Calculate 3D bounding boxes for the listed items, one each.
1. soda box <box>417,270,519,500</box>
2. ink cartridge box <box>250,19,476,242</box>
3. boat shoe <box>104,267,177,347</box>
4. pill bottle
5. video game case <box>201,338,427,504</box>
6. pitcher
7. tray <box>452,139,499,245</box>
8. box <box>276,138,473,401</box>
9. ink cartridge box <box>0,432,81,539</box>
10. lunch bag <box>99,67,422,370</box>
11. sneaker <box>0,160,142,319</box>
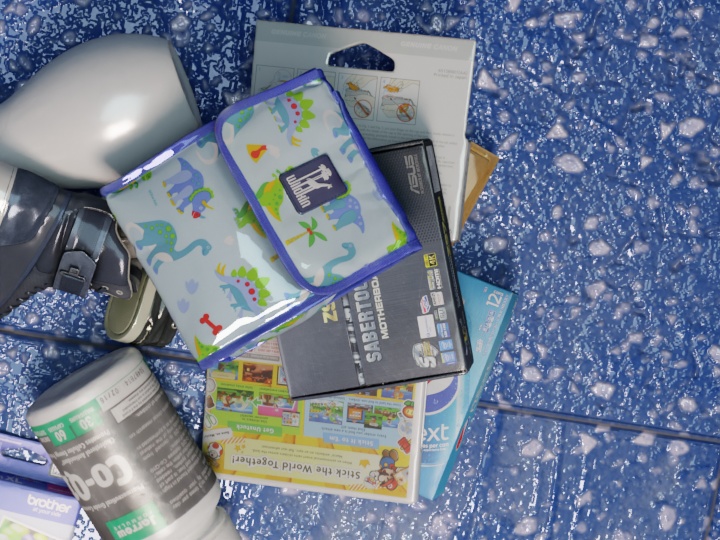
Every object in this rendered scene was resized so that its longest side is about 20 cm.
[{"bbox_3d":[0.078,0.102,1.274,0.064,0.068,0.200,21,91,12],"label":"soda box"},{"bbox_3d":[-0.003,-0.121,1.224,0.200,0.044,0.174,7,93,9],"label":"ink cartridge box"},{"bbox_3d":[-0.154,-0.023,1.226,0.066,0.074,0.200,26,80,-41],"label":"boat shoe"},{"bbox_3d":[-0.191,0.176,1.213,0.113,0.113,0.200,-32,100,-7],"label":"pill bottle"},{"bbox_3d":[-0.040,0.105,1.244,0.200,0.023,0.182,5,96,12],"label":"video game case"},{"bbox_3d":[-0.231,-0.101,1.186,0.200,0.121,0.172,-20,120,2],"label":"pitcher"},{"bbox_3d":[0.035,-0.038,1.277,0.099,0.037,0.200,28,89,-13],"label":"tray"},{"bbox_3d":[0.000,0.000,1.185,0.157,0.051,0.200,-9,95,14],"label":"box"},{"bbox_3d":[-0.319,0.246,1.233,0.119,0.042,0.200,17,91,-13],"label":"ink cartridge box"},{"bbox_3d":[-0.075,-0.040,1.113,0.200,0.127,0.170,-29,88,5],"label":"lunch bag"},{"bbox_3d":[-0.263,0.012,1.170,0.146,0.077,0.202,17,128,-18],"label":"sneaker"}]
